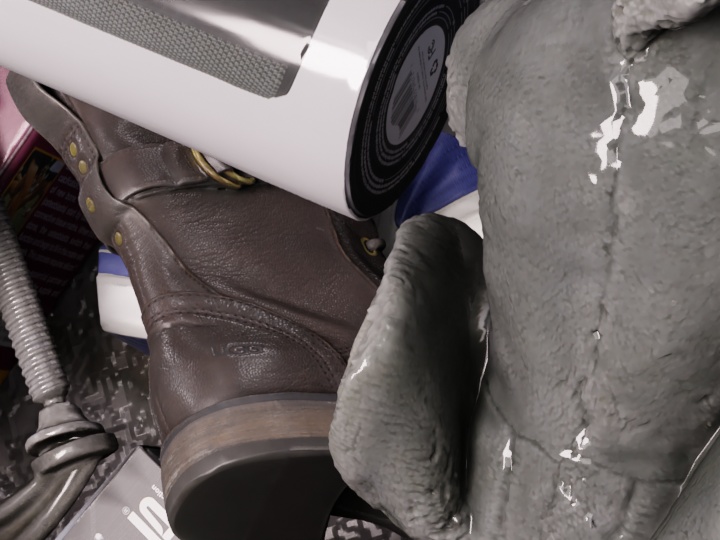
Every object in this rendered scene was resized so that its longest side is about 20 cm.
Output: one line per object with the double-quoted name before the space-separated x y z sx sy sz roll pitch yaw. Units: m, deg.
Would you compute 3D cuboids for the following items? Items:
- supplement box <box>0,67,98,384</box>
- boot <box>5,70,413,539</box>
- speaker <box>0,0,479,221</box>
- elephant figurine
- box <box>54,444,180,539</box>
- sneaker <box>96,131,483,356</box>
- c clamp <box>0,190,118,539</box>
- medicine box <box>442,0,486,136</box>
"supplement box" -0.125 -0.064 0.786 0.085 0.110 0.201 35 92 14
"boot" 0.000 0.000 0.679 0.069 0.199 0.175 -52 43 37
"speaker" -0.071 -0.088 0.636 0.199 0.081 0.082 24 89 18
"elephant figurine" 0.063 0.035 0.540 0.141 0.155 0.201 15 86 58
"box" -0.039 0.174 0.637 0.200 0.048 0.159 43 95 18
"sneaker" 0.013 -0.024 0.769 0.198 0.081 0.116 -3 79 7
"c clamp" -0.135 0.004 0.710 0.170 0.027 0.201 -18 80 10
"medicine box" 0.079 -0.134 0.698 0.181 0.103 0.200 25 52 16
